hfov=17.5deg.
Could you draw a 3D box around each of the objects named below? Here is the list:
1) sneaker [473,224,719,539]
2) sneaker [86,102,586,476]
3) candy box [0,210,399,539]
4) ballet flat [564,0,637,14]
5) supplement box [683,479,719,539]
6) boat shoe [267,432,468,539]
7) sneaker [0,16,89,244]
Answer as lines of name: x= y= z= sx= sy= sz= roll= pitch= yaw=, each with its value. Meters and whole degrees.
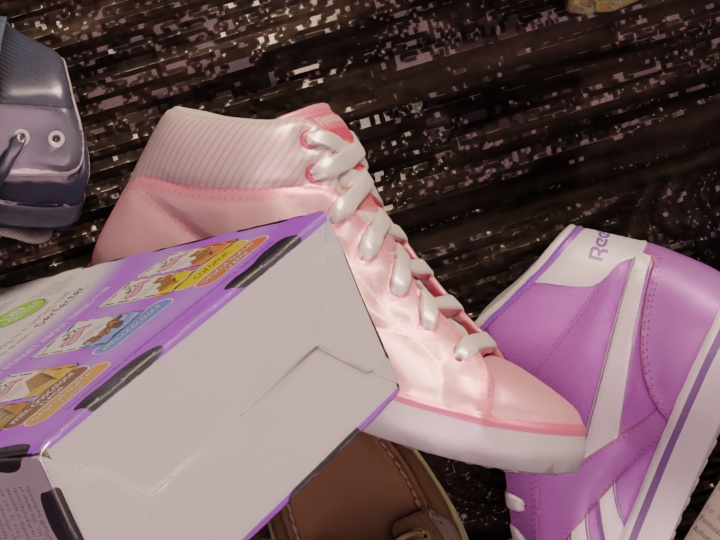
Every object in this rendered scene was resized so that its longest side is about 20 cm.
sneaker: x=0.072 y=0.079 z=0.910 sx=0.114 sy=0.073 sz=0.202 roll=22 pitch=101 yaw=6
sneaker: x=0.000 y=0.000 z=0.851 sx=0.199 sy=0.075 sz=0.105 roll=21 pitch=93 yaw=12
candy box: x=-0.115 y=0.061 z=0.775 sx=0.199 sy=0.168 sz=0.072 roll=-12 pitch=108 yaw=37
ballet flat: x=0.050 y=-0.181 z=0.852 sx=0.070 sy=0.071 sz=0.201 roll=-34 pitch=104 yaw=-1
supplement box: x=0.221 y=0.078 z=0.902 sx=0.126 sy=0.073 sz=0.201 roll=26 pitch=97 yaw=-33
boat shoe: x=0.017 y=0.128 z=0.869 sx=0.074 sy=0.066 sz=0.201 roll=-25 pitch=76 yaw=-6
sneaker: x=-0.171 y=-0.013 z=0.806 sx=0.145 sy=0.077 sz=0.204 roll=17 pitch=62 yaw=-15
